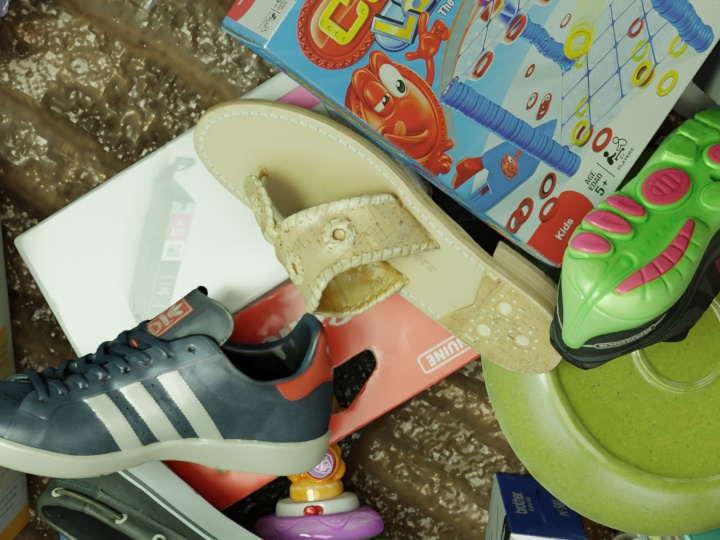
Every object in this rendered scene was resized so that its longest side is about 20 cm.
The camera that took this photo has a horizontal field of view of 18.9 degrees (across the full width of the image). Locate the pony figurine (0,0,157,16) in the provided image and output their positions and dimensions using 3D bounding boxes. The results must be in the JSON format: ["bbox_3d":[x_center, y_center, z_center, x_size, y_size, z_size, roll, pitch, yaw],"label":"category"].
[{"bbox_3d":[-0.167,-0.184,1.035,0.193,0.167,0.200,43,115,-3],"label":"pony figurine"}]

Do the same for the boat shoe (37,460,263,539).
[{"bbox_3d":[-0.080,0.156,1.084,0.199,0.069,0.057,35,61,27],"label":"boat shoe"}]

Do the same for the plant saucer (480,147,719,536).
[{"bbox_3d":[0.159,0.035,1.106,0.198,0.031,0.202,1,84,-14],"label":"plant saucer"}]

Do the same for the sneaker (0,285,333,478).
[{"bbox_3d":[-0.106,0.049,1.052,0.198,0.075,0.085,1,111,-25],"label":"sneaker"}]

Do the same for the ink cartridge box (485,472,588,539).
[{"bbox_3d":[0.082,0.219,1.158,0.044,0.094,0.202,6,104,-3],"label":"ink cartridge box"}]

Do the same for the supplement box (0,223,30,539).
[{"bbox_3d":[-0.228,0.054,1.088,0.073,0.126,0.202,0,104,11],"label":"supplement box"}]

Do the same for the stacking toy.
[{"bbox_3d":[-0.018,0.157,1.148,0.115,0.110,0.202,-5,90,10],"label":"stacking toy"}]

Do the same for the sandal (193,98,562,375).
[{"bbox_3d":[0.002,-0.004,1.032,0.211,0.070,0.078,31,135,0],"label":"sandal"}]

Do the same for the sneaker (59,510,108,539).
[{"bbox_3d":[-0.136,0.220,1.168,0.078,0.066,0.201,-17,104,7],"label":"sneaker"}]

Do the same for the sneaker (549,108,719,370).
[{"bbox_3d":[0.154,-0.016,1.054,0.077,0.199,0.084,46,139,19],"label":"sneaker"}]

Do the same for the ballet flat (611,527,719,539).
[{"bbox_3d":[0.150,0.115,1.153,0.071,0.069,0.201,-27,96,34],"label":"ballet flat"}]

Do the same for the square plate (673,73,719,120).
[{"bbox_3d":[0.252,-0.136,1.106,0.198,0.028,0.200,37,101,-9],"label":"square plate"}]

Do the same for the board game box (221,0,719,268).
[{"bbox_3d":[0.071,-0.136,1.003,0.195,0.056,0.201,34,91,-30],"label":"board game box"}]

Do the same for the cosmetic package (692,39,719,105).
[{"bbox_3d":[0.231,-0.087,1.002,0.106,0.200,0.091,22,105,-9],"label":"cosmetic package"}]

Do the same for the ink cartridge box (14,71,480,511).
[{"bbox_3d":[-0.049,0.009,1.107,0.199,0.044,0.174,-31,86,6],"label":"ink cartridge box"}]
